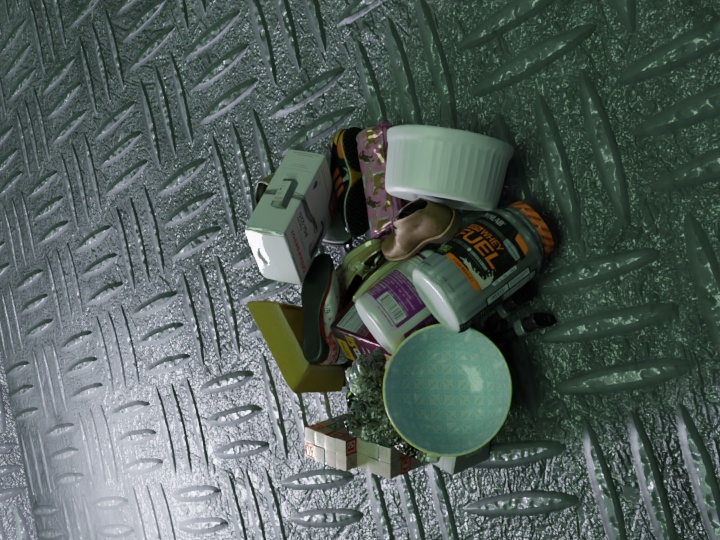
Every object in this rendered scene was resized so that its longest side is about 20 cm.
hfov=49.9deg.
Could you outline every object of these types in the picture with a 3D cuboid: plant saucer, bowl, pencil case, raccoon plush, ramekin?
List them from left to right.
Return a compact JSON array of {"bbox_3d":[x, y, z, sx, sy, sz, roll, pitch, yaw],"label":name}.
[{"bbox_3d":[-0.110,0.139,1.508,0.048,0.199,0.201,-36,69,18],"label":"plant saucer"},{"bbox_3d":[0.043,-0.157,1.365,0.086,0.083,0.202,-16,75,27],"label":"pencil case"},{"bbox_3d":[0.060,0.214,1.279,0.198,0.097,0.136,16,108,12],"label":"raccoon plush"},{"bbox_3d":[0.131,-0.154,1.200,0.199,0.199,0.099,10,90,43],"label":"ramekin"},{"bbox_3d":[0.136,0.191,1.226,0.197,0.108,0.203,-1,77,5],"label":"bowl"}]

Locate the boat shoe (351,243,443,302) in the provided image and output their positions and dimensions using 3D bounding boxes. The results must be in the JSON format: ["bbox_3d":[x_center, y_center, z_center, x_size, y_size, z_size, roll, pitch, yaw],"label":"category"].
[{"bbox_3d":[0.069,0.001,1.356,0.200,0.073,0.063,-42,93,13],"label":"boat shoe"}]

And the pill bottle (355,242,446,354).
[{"bbox_3d":[0.099,0.037,1.269,0.113,0.199,0.112,51,170,13],"label":"pill bottle"}]

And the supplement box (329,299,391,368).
[{"bbox_3d":[0.055,0.131,1.373,0.199,0.086,0.111,15,143,42],"label":"supplement box"}]

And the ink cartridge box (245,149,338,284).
[{"bbox_3d":[-0.121,-0.098,1.419,0.084,0.201,0.146,12,145,20],"label":"ink cartridge box"}]

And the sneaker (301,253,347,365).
[{"bbox_3d":[-0.054,0.077,1.458,0.067,0.107,0.204,-5,77,37],"label":"sneaker"}]

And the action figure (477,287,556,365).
[{"bbox_3d":[0.215,0.105,1.261,0.200,0.069,0.131,-39,76,44],"label":"action figure"}]

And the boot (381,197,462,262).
[{"bbox_3d":[0.077,-0.070,1.244,0.200,0.075,0.074,-28,41,59],"label":"boot"}]

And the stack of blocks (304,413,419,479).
[{"bbox_3d":[0.002,0.333,1.463,0.199,0.114,0.059,7,101,43],"label":"stack of blocks"}]

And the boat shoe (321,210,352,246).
[{"bbox_3d":[-0.094,-0.089,1.541,0.199,0.076,0.061,27,152,29],"label":"boat shoe"}]

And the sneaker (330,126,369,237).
[{"bbox_3d":[-0.019,-0.166,1.461,0.090,0.069,0.203,11,107,63],"label":"sneaker"}]

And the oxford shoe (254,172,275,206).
[{"bbox_3d":[-0.194,-0.104,1.639,0.075,0.057,0.203,10,104,41],"label":"oxford shoe"}]

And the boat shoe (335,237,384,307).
[{"bbox_3d":[0.000,0.000,1.458,0.063,0.073,0.200,58,141,13],"label":"boat shoe"}]

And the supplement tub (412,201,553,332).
[{"bbox_3d":[0.187,-0.009,1.169,0.123,0.199,0.123,50,168,15],"label":"supplement tub"}]

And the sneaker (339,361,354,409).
[{"bbox_3d":[0.003,0.217,1.468,0.071,0.082,0.201,-48,61,37],"label":"sneaker"}]

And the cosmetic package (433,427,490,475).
[{"bbox_3d":[0.120,0.263,1.345,0.199,0.106,0.091,20,110,43],"label":"cosmetic package"}]
